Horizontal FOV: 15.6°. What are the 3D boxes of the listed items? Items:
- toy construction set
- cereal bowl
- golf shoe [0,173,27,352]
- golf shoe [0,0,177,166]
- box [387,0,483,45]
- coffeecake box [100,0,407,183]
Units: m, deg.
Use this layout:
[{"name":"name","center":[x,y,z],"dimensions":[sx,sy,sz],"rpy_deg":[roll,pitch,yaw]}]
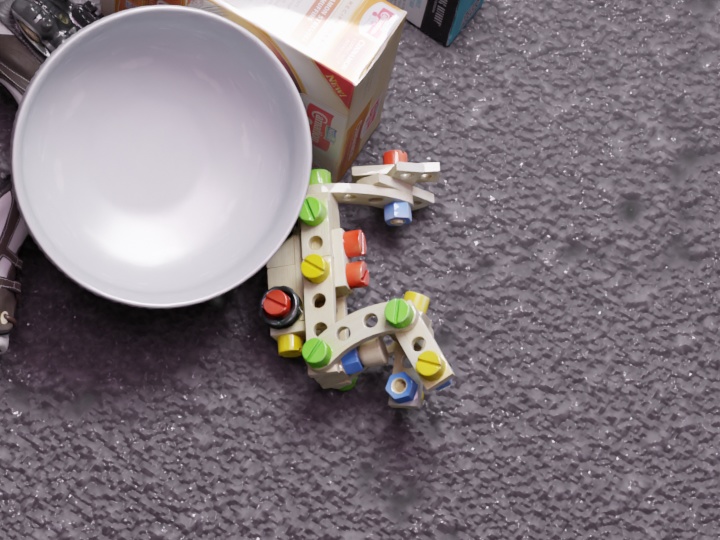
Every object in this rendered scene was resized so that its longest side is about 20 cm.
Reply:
[{"name":"toy construction set","center":[0.000,0.000,1.786],"dimensions":[0.131,0.092,0.201],"rpy_deg":[-9,56,16]},{"name":"cereal bowl","center":[-0.136,-0.075,1.749],"dimensions":[0.199,0.083,0.201],"rpy_deg":[0,92,-12]},{"name":"golf shoe","center":[-0.258,0.006,1.765],"dimensions":[0.095,0.078,0.200],"rpy_deg":[49,63,-11]},{"name":"golf shoe","center":[-0.183,-0.110,1.834],"dimensions":[0.200,0.094,0.078],"rpy_deg":[46,28,-8]},{"name":"box","center":[0.002,-0.253,1.911],"dimensions":[0.200,0.082,0.049],"rpy_deg":[35,65,9]},{"name":"coffeecake box","center":[-0.078,-0.164,1.819],"dimensions":[0.200,0.154,0.073],"rpy_deg":[30,64,8]}]
